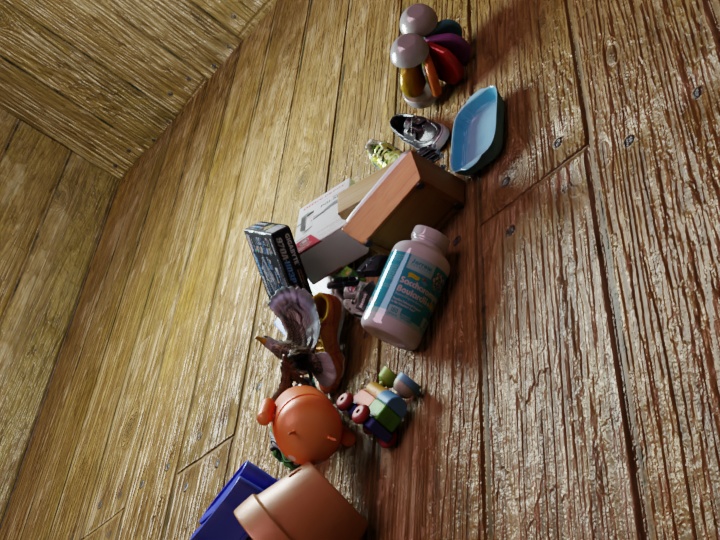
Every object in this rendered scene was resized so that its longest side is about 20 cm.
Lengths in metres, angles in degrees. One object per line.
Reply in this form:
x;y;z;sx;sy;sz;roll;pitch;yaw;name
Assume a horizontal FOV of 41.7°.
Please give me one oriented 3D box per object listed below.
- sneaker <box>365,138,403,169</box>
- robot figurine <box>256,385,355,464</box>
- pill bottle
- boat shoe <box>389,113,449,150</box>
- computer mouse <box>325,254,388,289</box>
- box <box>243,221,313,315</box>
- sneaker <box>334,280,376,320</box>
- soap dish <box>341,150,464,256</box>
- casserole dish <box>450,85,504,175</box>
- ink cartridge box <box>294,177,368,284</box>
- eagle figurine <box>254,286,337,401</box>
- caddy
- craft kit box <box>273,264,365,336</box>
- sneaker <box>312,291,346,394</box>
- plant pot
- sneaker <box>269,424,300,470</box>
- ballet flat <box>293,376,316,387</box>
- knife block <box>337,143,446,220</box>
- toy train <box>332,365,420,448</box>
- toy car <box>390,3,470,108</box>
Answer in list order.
0.063;-0.223;1.974;0.076;0.076;0.200;-56;27;1;sneaker
-0.093;0.258;1.578;0.116;0.145;0.200;-37;8;-7;robot figurine
0.086;0.026;1.631;0.110;0.110;0.202;1;63;60;pill bottle
0.116;-0.295;1.966;0.070;0.066;0.200;-56;26;5;boat shoe
0.000;0.000;1.763;0.058;0.199;0.035;3;104;31;computer mouse
-0.159;0.005;1.913;0.046;0.203;0.158;-25;16;-22;box
0.013;0.059;1.756;0.199;0.088;0.075;4;63;60;sneaker
0.085;-0.109;1.741;0.200;0.156;0.082;-47;45;21;soap dish
0.223;-0.257;1.771;0.121;0.039;0.202;-34;36;41;casserole dish
-0.059;-0.085;1.973;0.146;0.083;0.201;-31;27;19;ink cartridge box
-0.128;0.141;1.762;0.150;0.152;0.201;-30;22;17;eagle figurine
-0.221;0.452;1.738;0.201;0.105;0.142;-51;3;15;caddy
-0.089;0.066;1.978;0.199;0.048;0.200;-60;26;3;craft kit box
-0.073;0.139;1.814;0.073;0.077;0.203;-28;55;38;sneaker
-0.081;0.396;1.469;0.140;0.201;0.200;-44;25;-9;plant pot
-0.151;0.308;1.790;0.086;0.078;0.200;-58;27;1;sneaker
-0.093;0.257;1.746;0.074;0.073;0.200;-56;23;4;ballet flat
0.064;-0.171;1.817;0.065;0.197;0.177;-91;12;-49;knife block
0.021;0.210;1.599;0.116;0.085;0.200;-49;23;-8;toy train
0.157;-0.451;1.990;0.148;0.176;0.202;4;59;22;toy car
